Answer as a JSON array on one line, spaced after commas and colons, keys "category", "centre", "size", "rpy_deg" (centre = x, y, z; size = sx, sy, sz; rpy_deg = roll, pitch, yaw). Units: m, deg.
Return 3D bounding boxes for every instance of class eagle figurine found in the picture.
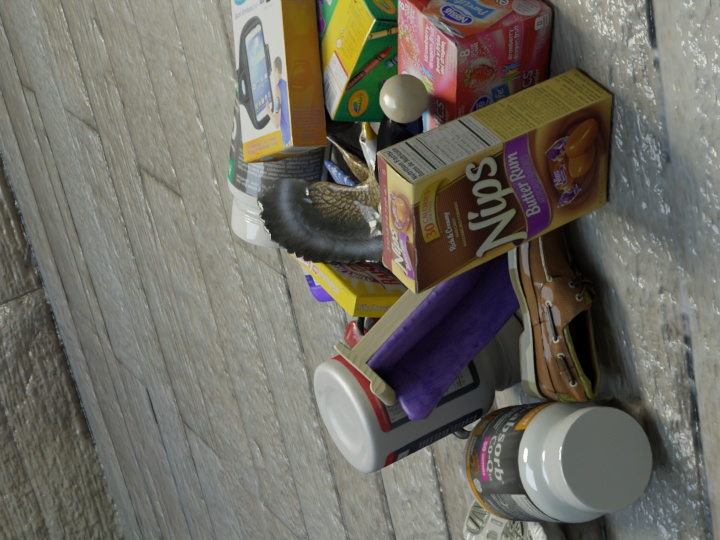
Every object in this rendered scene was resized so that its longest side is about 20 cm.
[{"category": "eagle figurine", "centre": [0.017, -0.080, 1.632], "size": [0.200, 0.151, 0.151], "rpy_deg": [-9, 75, 48]}]

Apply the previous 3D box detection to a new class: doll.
[{"category": "doll", "centre": [0.036, -0.091, 1.379], "size": [0.200, 0.048, 0.137], "rpy_deg": [84, -168, -53]}]

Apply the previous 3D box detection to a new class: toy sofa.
[{"category": "toy sofa", "centre": [0.079, 0.039, 1.513], "size": [0.098, 0.200, 0.083], "rpy_deg": [42, 177, 15]}]

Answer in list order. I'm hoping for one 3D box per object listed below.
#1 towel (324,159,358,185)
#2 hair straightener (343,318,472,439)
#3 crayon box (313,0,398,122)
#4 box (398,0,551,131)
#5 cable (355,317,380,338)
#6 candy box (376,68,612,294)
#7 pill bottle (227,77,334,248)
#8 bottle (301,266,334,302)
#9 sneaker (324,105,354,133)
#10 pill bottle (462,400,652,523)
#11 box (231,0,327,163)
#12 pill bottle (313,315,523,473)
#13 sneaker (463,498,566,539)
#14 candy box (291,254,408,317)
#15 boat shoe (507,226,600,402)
[{"category": "towel", "centre": [0.037, -0.022, 1.743], "size": [0.200, 0.024, 0.145], "rpy_deg": [47, 172, 40]}, {"category": "hair straightener", "centre": [0.075, 0.114, 1.793], "size": [0.200, 0.077, 0.041], "rpy_deg": [39, 129, 23]}, {"category": "crayon box", "centre": [-0.016, -0.247, 1.502], "size": [0.200, 0.058, 0.119], "rpy_deg": [65, 145, 36]}, {"category": "box", "centre": [0.096, -0.156, 1.423], "size": [0.096, 0.099, 0.200], "rpy_deg": [48, 153, 38]}, {"category": "cable", "centre": [0.015, 0.034, 1.813], "size": [0.200, 0.097, 0.050], "rpy_deg": [45, 152, 42]}, {"category": "candy box", "centre": [0.111, -0.073, 1.335], "size": [0.056, 0.200, 0.117], "rpy_deg": [46, 151, 42]}, {"category": "pill bottle", "centre": [-0.087, -0.133, 1.797], "size": [0.113, 0.113, 0.201], "rpy_deg": [42, 132, 46]}, {"category": "bottle", "centre": [-0.054, -0.064, 1.914], "size": [0.083, 0.065, 0.201], "rpy_deg": [-11, 102, 62]}, {"category": "sneaker", "centre": [-0.050, -0.191, 1.608], "size": [0.089, 0.074, 0.200], "rpy_deg": [97, 155, -47]}, {"category": "pill bottle", "centre": [0.185, 0.180, 1.541], "size": [0.117, 0.116, 0.200], "rpy_deg": [66, 158, -1]}, {"category": "box", "centre": [-0.079, -0.206, 1.523], "size": [0.119, 0.041, 0.201], "rpy_deg": [-10, 87, 64]}, {"category": "pill bottle", "centre": [0.066, 0.109, 1.630], "size": [0.120, 0.200, 0.120], "rpy_deg": [49, 153, 36]}, {"category": "sneaker", "centre": [0.184, 0.282, 1.694], "size": [0.078, 0.099, 0.200], "rpy_deg": [-66, 17, 4]}, {"category": "candy box", "centre": [0.000, 0.000, 1.661], "size": [0.200, 0.102, 0.026], "rpy_deg": [-137, 51, -57]}, {"category": "boat shoe", "centre": [0.181, 0.022, 1.470], "size": [0.068, 0.072, 0.201], "rpy_deg": [5, 114, 36]}]
